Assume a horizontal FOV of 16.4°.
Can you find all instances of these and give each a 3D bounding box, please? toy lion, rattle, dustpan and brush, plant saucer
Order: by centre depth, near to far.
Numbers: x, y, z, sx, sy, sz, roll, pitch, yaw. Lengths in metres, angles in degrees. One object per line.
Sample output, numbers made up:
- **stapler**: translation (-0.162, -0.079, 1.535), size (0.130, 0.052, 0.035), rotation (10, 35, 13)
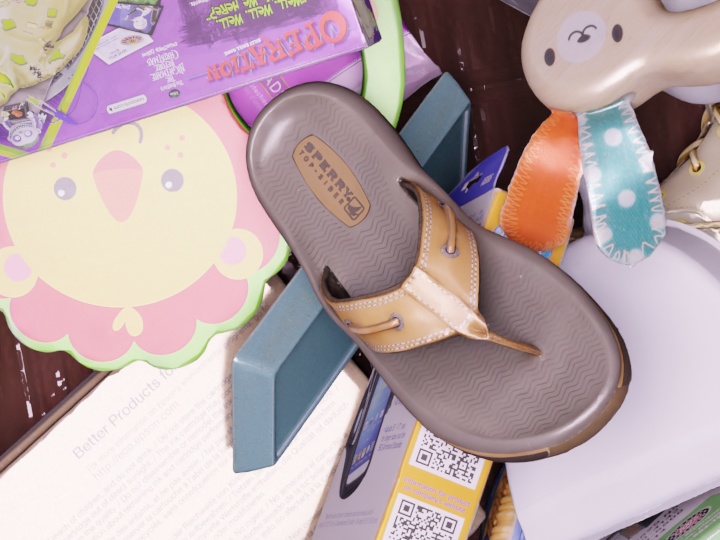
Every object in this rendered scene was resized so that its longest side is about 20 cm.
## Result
- **rattle**: translation (0.093, -0.112, 0.913), size (0.130, 0.143, 0.200), rotation (37, 90, 19)
- **toy lion**: translation (-0.076, -0.058, 1.037), size (0.198, 0.069, 0.193), rotation (-10, 96, 0)
- **dustpan and brush**: translation (0.106, 0.006, 1.043), size (0.139, 0.057, 0.201), rotation (-28, 71, 29)
- **plant saucer**: translation (0.000, 0.000, 1.057), size (0.019, 0.070, 0.200), rotation (19, 47, 17)

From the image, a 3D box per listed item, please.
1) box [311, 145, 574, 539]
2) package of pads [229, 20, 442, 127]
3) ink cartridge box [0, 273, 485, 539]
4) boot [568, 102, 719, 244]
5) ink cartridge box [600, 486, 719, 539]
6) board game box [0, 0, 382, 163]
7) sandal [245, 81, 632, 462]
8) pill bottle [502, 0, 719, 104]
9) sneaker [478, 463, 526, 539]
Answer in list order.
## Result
- **box**: translation (0.031, 0.051, 1.023), size (0.041, 0.119, 0.201), rotation (24, 79, -9)
- **package of pads**: translation (-0.075, -0.078, 1.102), size (0.200, 0.076, 0.121), rotation (-37, 93, -1)
- **ink cartridge box**: translation (-0.071, 0.113, 1.109), size (0.200, 0.075, 0.165), rotation (-41, 93, -1)
- **boot**: translation (0.156, -0.060, 1.115), size (0.198, 0.073, 0.157), rotation (0, 93, -4)
- **ink cartridge box**: translation (0.182, 0.108, 1.060), size (0.146, 0.200, 0.085), rotation (-37, 93, -2)
- **board game box**: translation (-0.102, -0.116, 0.970), size (0.199, 0.032, 0.121), rotation (-15, 94, 18)
- **sandal**: translation (0.019, -0.005, 0.949), size (0.082, 0.055, 0.200), rotation (-44, 63, 8)
- **pill bottle**: translation (0.127, -0.140, 1.047), size (0.199, 0.113, 0.114), rotation (33, 91, 31)
- **sneaker**: translation (0.090, 0.178, 1.119), size (0.087, 0.075, 0.202), rotation (5, 104, 5)
